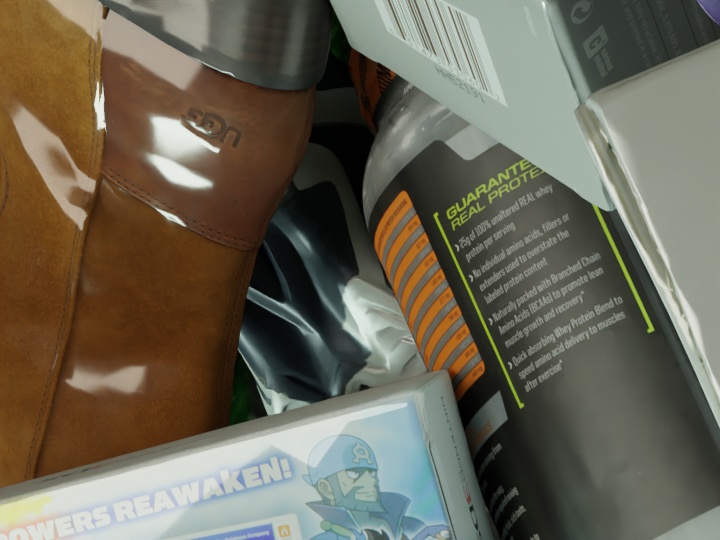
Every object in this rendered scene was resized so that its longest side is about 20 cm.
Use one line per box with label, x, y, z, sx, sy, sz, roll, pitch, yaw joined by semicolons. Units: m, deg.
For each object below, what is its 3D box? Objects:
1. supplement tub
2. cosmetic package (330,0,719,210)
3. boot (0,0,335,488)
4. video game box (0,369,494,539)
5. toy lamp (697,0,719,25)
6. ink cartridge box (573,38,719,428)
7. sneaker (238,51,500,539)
supplement tub;0.077;0.012;0.812;0.122;0.122;0.201;-37;67;38
cosmetic package;0.085;-0.127;0.754;0.200;0.090;0.107;-43;50;-15
boot;-0.103;-0.023;0.843;0.187;0.068;0.201;21;113;15
video game box;-0.048;0.139;0.799;0.199;0.047;0.183;-15;95;15
toy lamp;0.148;-0.121;0.691;0.058;0.200;0.058;36;153;22
ink cartridge box;0.161;-0.026;0.660;0.199;0.145;0.084;-24;76;8
sneaker;0.000;0.000;0.924;0.199;0.130;0.079;44;118;-12
